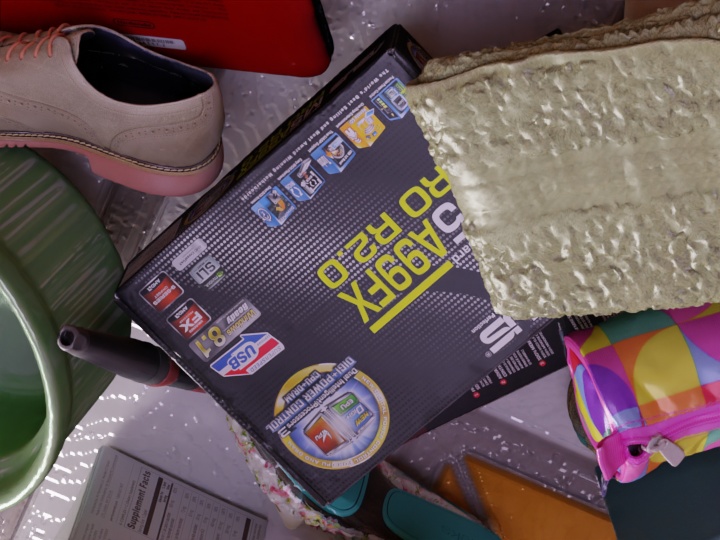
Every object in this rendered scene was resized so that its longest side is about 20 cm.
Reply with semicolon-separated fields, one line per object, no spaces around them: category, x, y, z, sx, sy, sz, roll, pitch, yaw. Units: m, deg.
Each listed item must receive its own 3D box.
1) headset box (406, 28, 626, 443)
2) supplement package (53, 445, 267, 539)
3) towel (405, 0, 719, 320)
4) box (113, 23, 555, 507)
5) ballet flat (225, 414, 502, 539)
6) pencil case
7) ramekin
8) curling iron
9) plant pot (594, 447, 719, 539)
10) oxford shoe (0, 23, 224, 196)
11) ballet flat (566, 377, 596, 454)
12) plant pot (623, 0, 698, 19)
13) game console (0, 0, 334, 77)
headset box;0.052;-0.011;1.277;0.199;0.075;0.149;-27;110;15
supplement package;-0.150;0.233;1.361;0.110;0.156;0.201;25;115;-7
towel;0.127;-0.048;1.115;0.199;0.037;0.149;-9;115;33
box;0.000;0.000;1.220;0.200;0.044;0.160;-40;103;18
ballet flat;-0.006;0.135;1.355;0.200;0.076;0.064;38;131;-9
pencil case;0.200;0.046;1.219;0.199;0.088;0.089;-19;113;-6
ramekin;-0.217;0.020;1.267;0.199;0.098;0.201;16;126;22
curling iron;-0.111;0.040;1.261;0.025;0.200;0.050;-10;84;20
plant pot;0.255;0.142;1.303;0.199;0.141;0.142;-29;110;8
oxford shoe;-0.161;-0.103;1.221;0.199;0.071;0.074;14;139;1
ballet flat;0.203;0.046;1.298;0.199;0.071;0.071;-28;110;15
plant pot;0.201;-0.099;1.164;0.186;0.188;0.201;13;116;-2
game console;-0.106;-0.200;1.207;0.199;0.119;0.173;8;148;19
